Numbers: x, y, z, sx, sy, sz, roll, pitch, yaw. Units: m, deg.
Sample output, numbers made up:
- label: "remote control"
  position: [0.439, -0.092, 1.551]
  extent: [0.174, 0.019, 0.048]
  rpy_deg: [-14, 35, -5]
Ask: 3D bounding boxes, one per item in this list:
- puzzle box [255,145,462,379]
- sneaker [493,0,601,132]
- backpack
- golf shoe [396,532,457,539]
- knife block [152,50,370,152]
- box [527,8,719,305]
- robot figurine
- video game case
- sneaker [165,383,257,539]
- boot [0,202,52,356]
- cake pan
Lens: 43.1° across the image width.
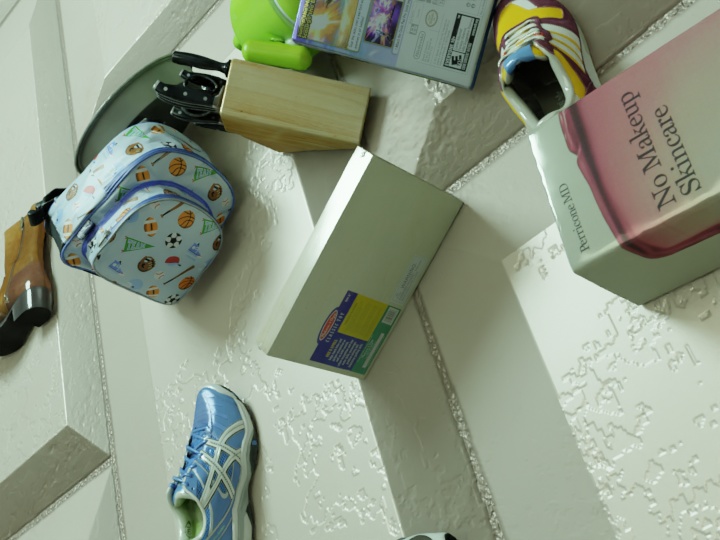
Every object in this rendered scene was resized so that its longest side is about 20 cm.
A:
- label: "puzzle box"
  position: [0.000, 0.000, 0.834]
  extent: [0.025, 0.132, 0.201]
  rpy_deg: [37, 102, 44]
- label: "sneaker"
  position: [0.152, -0.183, 0.781]
  extent: [0.075, 0.090, 0.201]
  rpy_deg: [-40, 51, 27]
- label: "backpack"
  position: [-0.246, -0.068, 1.065]
  extent: [0.154, 0.200, 0.191]
  rpy_deg: [39, 96, 38]
- label: "golf shoe"
  position: [0.061, 0.303, 0.711]
  extent: [0.094, 0.077, 0.202]
  rpy_deg: [-35, 55, 30]
- label: "knife block"
  position: [-0.113, -0.185, 0.976]
  extent: [0.199, 0.175, 0.065]
  rpy_deg: [5, 81, 44]
- label: "box"
  position: [0.240, -0.082, 0.649]
  extent: [0.199, 0.108, 0.129]
  rpy_deg: [-32, 57, 32]
- label: "robot figurine"
  position: [-0.069, -0.295, 0.996]
  extent: [0.199, 0.115, 0.177]
  rpy_deg: [-17, 56, 58]
- label: "video game case"
  position: [0.046, -0.292, 0.860]
  extent: [0.180, 0.045, 0.202]
  rpy_deg: [17, 100, 8]
- label: "sneaker"
  position: [-0.157, 0.212, 0.952]
  extent: [0.075, 0.077, 0.202]
  rpy_deg: [-29, 56, 35]
- label: "boot"
  position: [-0.547, 0.016, 1.401]
  extent: [0.188, 0.068, 0.201]
  rpy_deg: [-38, 52, 29]
- label: "cake pan"
  position: [-0.270, -0.183, 1.137]
  extent: [0.037, 0.200, 0.201]
  rpy_deg: [42, 110, 4]
